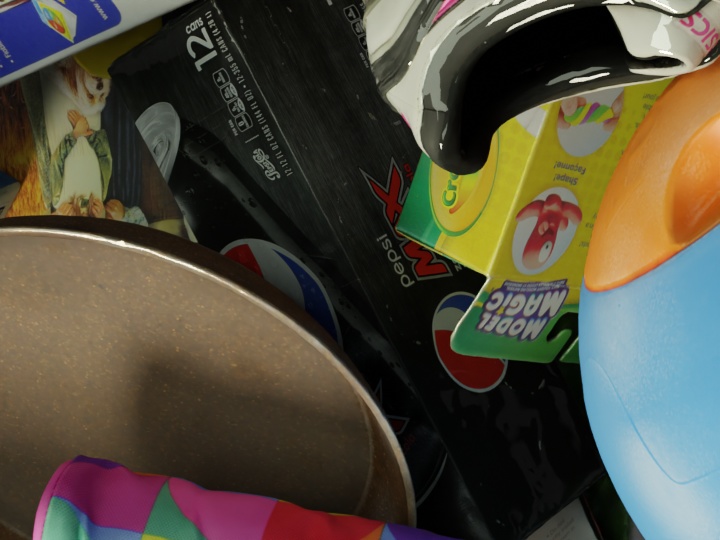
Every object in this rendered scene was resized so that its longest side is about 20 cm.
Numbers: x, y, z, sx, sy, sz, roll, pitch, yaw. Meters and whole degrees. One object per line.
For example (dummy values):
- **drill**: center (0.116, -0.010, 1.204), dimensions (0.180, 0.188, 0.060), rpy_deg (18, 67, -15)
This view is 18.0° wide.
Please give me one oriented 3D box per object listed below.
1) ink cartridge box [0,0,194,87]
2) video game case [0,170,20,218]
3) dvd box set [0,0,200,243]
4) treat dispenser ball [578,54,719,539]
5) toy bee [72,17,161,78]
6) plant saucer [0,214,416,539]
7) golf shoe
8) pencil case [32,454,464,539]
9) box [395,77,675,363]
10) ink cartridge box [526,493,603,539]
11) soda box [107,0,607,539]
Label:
- **ink cartridge box**: center (-0.141, -0.108, 0.774), dimensions (0.199, 0.037, 0.095), rpy_deg (-19, 116, 35)
- **video game case**: center (-0.207, 0.044, 0.802), dimensions (0.045, 0.200, 0.182), rpy_deg (32, 100, 2)
- **dvd box set**: center (-0.074, 0.002, 0.864), dimensions (0.145, 0.029, 0.202), rpy_deg (-11, 82, 31)
- **treat dispenser ball**: center (0.159, 0.016, 0.622), dimensions (0.199, 0.200, 0.203), rpy_deg (-1, 88, 31)
- **toy bee**: center (-0.105, -0.133, 0.813), dimensions (0.199, 0.108, 0.132), rpy_deg (-9, 98, 53)
- **plant saucer**: center (-0.077, 0.053, 0.723), dimensions (0.199, 0.201, 0.035), rpy_deg (-17, 35, 30)
- **golf shoe**: center (0.094, -0.091, 0.600), dimensions (0.199, 0.073, 0.093), rpy_deg (-26, 53, 18)
- **pencil case**: center (-0.005, 0.113, 0.676), dimensions (0.198, 0.088, 0.089), rpy_deg (11, 94, 7)
- **box**: center (0.085, -0.067, 0.717), dimensions (0.048, 0.117, 0.202), rpy_deg (26, 102, 41)
- **ink cartridge box**: center (0.079, 0.170, 0.741), dimensions (0.109, 0.050, 0.201), rpy_deg (-48, 36, 22)
- **soda box**: center (0.000, 0.000, 0.752), dimensions (0.063, 0.071, 0.201), rpy_deg (-26, 93, 46)
